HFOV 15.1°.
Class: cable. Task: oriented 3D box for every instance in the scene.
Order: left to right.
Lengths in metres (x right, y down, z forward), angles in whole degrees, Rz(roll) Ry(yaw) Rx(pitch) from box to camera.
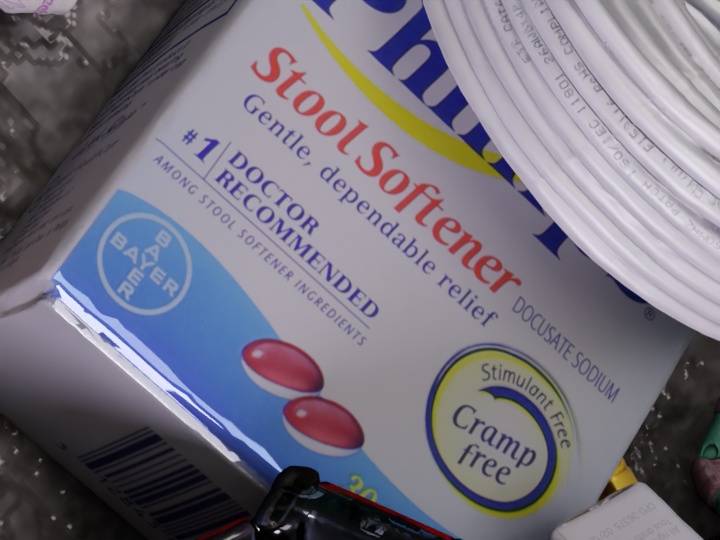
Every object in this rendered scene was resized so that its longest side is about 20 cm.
[{"bbox_3d":[0.104,-0.070,0.827,0.200,0.069,0.200,44,35,-9],"label":"cable"}]

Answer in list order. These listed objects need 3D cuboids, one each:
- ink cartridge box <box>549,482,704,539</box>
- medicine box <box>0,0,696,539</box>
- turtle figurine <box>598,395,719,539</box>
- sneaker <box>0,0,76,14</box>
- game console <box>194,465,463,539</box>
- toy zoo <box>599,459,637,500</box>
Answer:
[{"bbox_3d":[0.122,0.190,0.784,0.043,0.199,0.200,-27,55,-24],"label":"ink cartridge box"},{"bbox_3d":[0.000,0.000,0.855,0.182,0.103,0.201,41,61,-14],"label":"medicine box"},{"bbox_3d":[0.131,0.098,0.840,0.100,0.200,0.151,-20,90,-34],"label":"turtle figurine"},{"bbox_3d":[-0.133,-0.123,0.837,0.199,0.075,0.100,-15,89,-26],"label":"sneaker"},{"bbox_3d":[-0.021,0.166,0.778,0.171,0.201,0.119,23,51,16],"label":"game console"},{"bbox_3d":[0.069,0.152,0.930,0.131,0.020,0.201,-32,98,-25],"label":"toy zoo"}]
